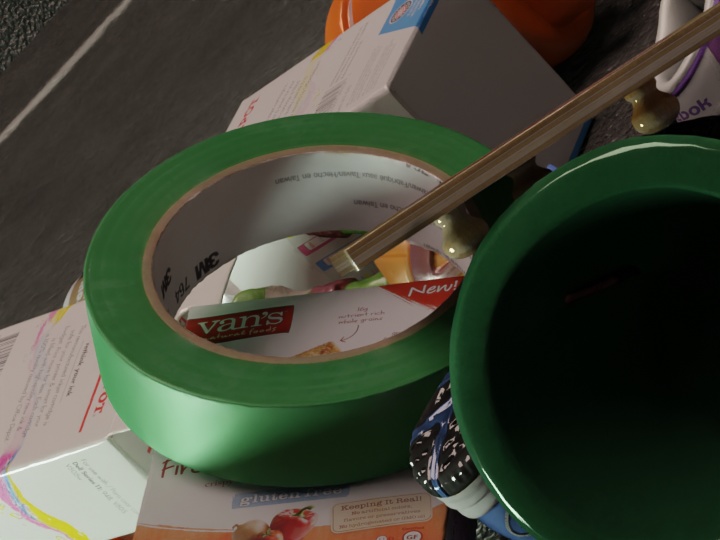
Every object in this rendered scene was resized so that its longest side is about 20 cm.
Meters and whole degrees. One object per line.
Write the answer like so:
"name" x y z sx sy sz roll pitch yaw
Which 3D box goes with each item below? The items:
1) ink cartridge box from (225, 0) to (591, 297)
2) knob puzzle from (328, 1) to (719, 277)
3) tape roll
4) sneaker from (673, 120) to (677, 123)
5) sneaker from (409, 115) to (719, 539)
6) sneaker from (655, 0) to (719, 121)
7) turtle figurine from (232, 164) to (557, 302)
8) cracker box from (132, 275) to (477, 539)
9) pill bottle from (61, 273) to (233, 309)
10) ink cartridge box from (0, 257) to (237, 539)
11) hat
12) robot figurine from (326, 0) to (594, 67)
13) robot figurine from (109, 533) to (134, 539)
"ink cartridge box" 0.005 -0.051 1.551 0.200 0.125 0.129 -31 22 38
"knob puzzle" 0.077 -0.047 1.119 0.220 0.030 0.220 -34 1 1
"tape roll" -0.018 0.008 1.197 0.200 0.048 0.200 -4 38 4
"sneaker" 0.183 -0.131 1.365 0.202 0.077 0.146 -44 26 -22
"sneaker" 0.101 0.024 1.117 0.200 0.077 0.076 -53 26 -10
"sneaker" 0.207 -0.133 1.249 0.200 0.114 0.073 -53 16 -22
"turtle figurine" 0.000 0.000 1.388 0.194 0.144 0.200 0 41 42
"cracker box" -0.018 0.084 1.199 0.134 0.058 0.200 -7 32 10
"pill bottle" -0.111 0.029 1.693 0.200 0.116 0.116 -35 21 38
"ink cartridge box" -0.132 0.074 1.376 0.200 0.067 0.117 -18 37 34
"hat" 0.156 0.014 1.075 0.200 0.166 0.176 -34 -7 28
"robot figurine" 0.059 -0.154 1.656 0.200 0.117 0.144 -32 67 42
"robot figurine" -0.104 0.127 1.455 0.144 0.117 0.200 5 53 46
